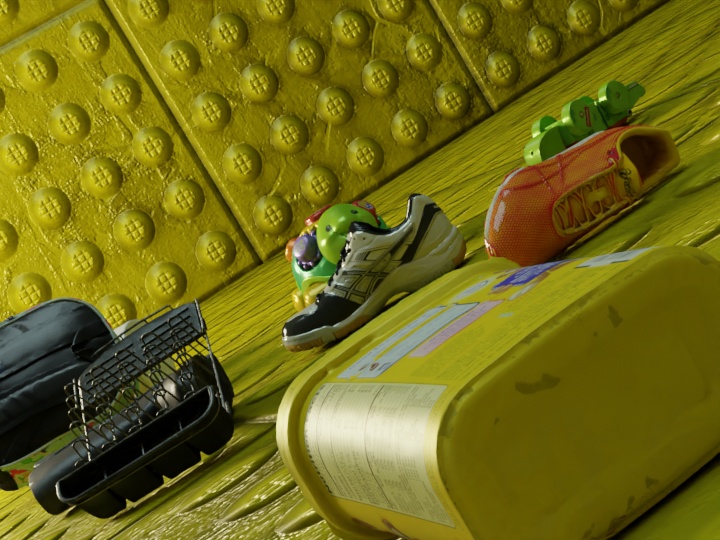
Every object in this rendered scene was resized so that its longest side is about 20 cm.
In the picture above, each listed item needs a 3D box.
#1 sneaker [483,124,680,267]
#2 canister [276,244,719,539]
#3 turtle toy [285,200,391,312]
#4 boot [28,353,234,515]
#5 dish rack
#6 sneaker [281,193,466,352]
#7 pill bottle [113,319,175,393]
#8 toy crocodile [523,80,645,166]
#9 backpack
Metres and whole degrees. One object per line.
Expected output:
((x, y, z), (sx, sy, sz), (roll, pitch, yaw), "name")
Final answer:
((0.169, -0.063, 1.175), (0.200, 0.073, 0.077), (-38, 18, -32), "sneaker")
((0.058, 0.054, 0.632), (0.148, 0.087, 0.200), (-33, 7, -17), "canister")
((-0.018, -0.024, 1.699), (0.145, 0.101, 0.200), (-33, 5, -11), "turtle toy")
((-0.215, 0.152, 1.390), (0.199, 0.066, 0.165), (-29, -3, 1), "boot")
((-0.185, 0.104, 1.283), (0.153, 0.055, 0.201), (-31, 39, 8), "dish rack")
((0.000, 0.000, 1.461), (0.199, 0.088, 0.076), (-33, 7, 1), "sneaker")
((-0.329, 0.145, 1.856), (0.199, 0.114, 0.114), (-29, 6, 22), "pill bottle")
((0.256, -0.166, 1.732), (0.200, 0.062, 0.067), (-30, 3, -41), "toy crocodile")
((-0.348, 0.135, 1.705), (0.199, 0.178, 0.151), (-31, -25, -2), "backpack")
